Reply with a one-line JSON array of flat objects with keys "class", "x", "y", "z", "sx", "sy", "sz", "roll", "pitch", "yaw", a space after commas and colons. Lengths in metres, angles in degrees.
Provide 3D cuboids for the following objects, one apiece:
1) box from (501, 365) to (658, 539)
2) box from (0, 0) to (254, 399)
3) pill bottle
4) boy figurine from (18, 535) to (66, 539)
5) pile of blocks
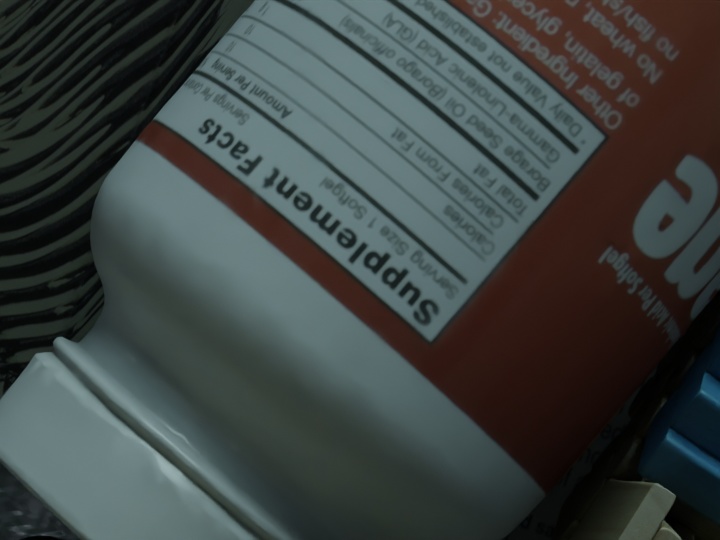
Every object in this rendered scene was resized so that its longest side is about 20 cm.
[{"class": "box", "x": 0.077, "y": -0.016, "z": 0.667, "sx": 0.183, "sy": 0.201, "sz": 0.105, "roll": 19, "pitch": -2, "yaw": -4}, {"class": "box", "x": -0.060, "y": -0.063, "z": 0.675, "sx": 0.082, "sy": 0.200, "sz": 0.068, "roll": 33, "pitch": 27, "yaw": 26}, {"class": "pill bottle", "x": 0.018, "y": -0.016, "z": 0.555, "sx": 0.112, "sy": 0.200, "sz": 0.112, "roll": 40, "pitch": -3, "yaw": 2}, {"class": "boy figurine", "x": -0.100, "y": 0.103, "z": 0.452, "sx": 0.124, "sy": 0.065, "sz": 0.200, "roll": 25, "pitch": 20, "yaw": 1}, {"class": "pile of blocks", "x": 0.083, "y": 0.055, "z": 0.573, "sx": 0.062, "sy": 0.200, "sz": 0.082, "roll": 33, "pitch": -4, "yaw": -4}]
